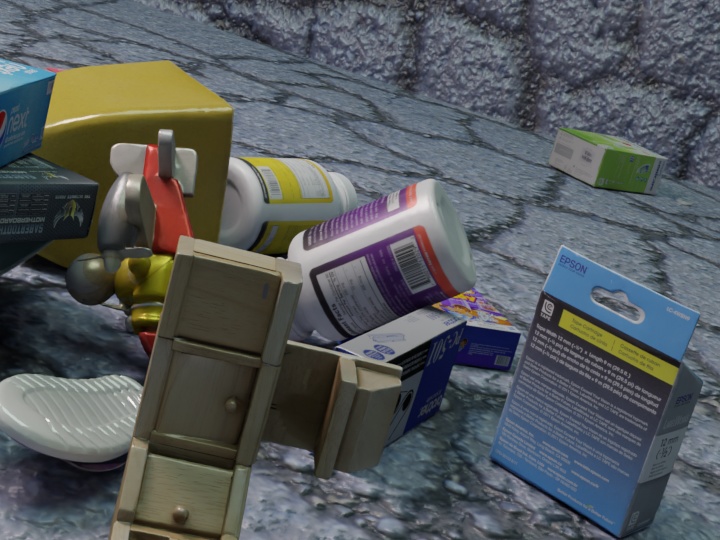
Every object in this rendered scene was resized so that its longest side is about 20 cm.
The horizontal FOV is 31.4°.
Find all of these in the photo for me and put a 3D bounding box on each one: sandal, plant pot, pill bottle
[{"bbox_3d":[-0.196,0.115,0.907,0.082,0.050,0.202,38,10,19],"label":"sandal"},{"bbox_3d":[-0.266,-0.102,1.310,0.198,0.197,0.194,-2,23,-30],"label":"plant pot"},{"bbox_3d":[0.000,0.000,1.215,0.199,0.112,0.111,-22,9,15],"label":"pill bottle"},{"bbox_3d":[-0.095,-0.076,1.514,0.112,0.113,0.199,28,19,34],"label":"pill bottle"}]

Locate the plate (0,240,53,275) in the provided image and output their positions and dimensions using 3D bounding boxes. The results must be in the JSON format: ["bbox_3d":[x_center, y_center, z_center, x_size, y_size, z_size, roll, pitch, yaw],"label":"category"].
[{"bbox_3d":[-0.320,-0.034,1.093,0.199,0.026,0.201,-20,25,10],"label":"plate"}]

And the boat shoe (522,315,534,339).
[{"bbox_3d":[0.202,0.094,1.336,0.083,0.069,0.200,7,18,17],"label":"boat shoe"}]

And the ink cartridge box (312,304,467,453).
[{"bbox_3d":[0.027,0.095,1.100,0.044,0.095,0.200,22,17,20],"label":"ink cartridge box"}]

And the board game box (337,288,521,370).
[{"bbox_3d":[0.053,0.047,1.372,0.198,0.045,0.134,9,18,-24],"label":"board game box"}]

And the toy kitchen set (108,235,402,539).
[{"bbox_3d":[-0.054,0.114,0.760,0.162,0.202,0.181,13,16,-9],"label":"toy kitchen set"}]

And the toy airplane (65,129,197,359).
[{"bbox_3d":[-0.188,-0.019,1.102,0.140,0.201,0.199,-17,31,-8],"label":"toy airplane"}]

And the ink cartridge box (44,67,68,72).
[{"bbox_3d":[-0.333,-0.212,1.780,0.199,0.083,0.146,28,20,37],"label":"ink cartridge box"}]

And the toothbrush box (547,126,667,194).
[{"bbox_3d":[0.515,-0.228,2.672,0.199,0.087,0.145,5,20,-38],"label":"toothbrush box"}]

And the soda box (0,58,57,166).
[{"bbox_3d":[-0.290,-0.116,0.952,0.067,0.065,0.200,15,13,-1],"label":"soda box"}]

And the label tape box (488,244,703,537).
[{"bbox_3d":[0.204,0.097,1.073,0.143,0.202,0.066,29,20,37],"label":"label tape box"}]

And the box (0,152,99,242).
[{"bbox_3d":[-0.322,-0.067,0.964,0.157,0.051,0.199,22,16,29],"label":"box"}]
